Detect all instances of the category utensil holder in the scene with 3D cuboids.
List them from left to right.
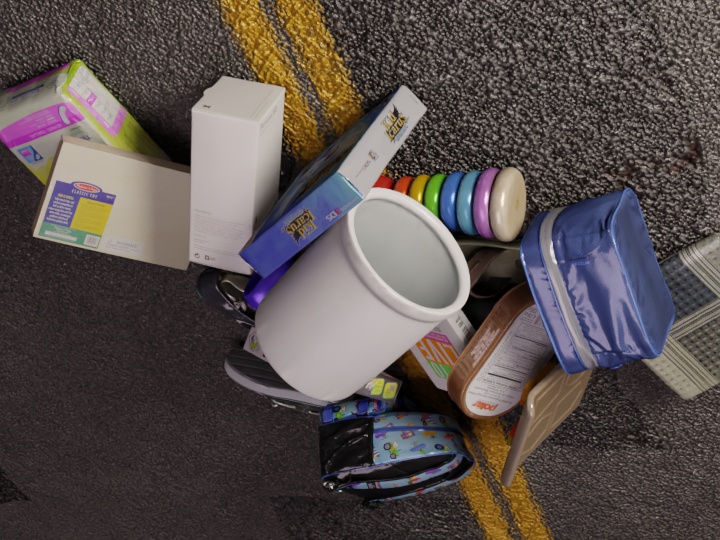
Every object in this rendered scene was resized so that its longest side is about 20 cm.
[{"bbox_3d":[-0.003,0.031,1.350,0.170,0.170,0.200,35,128,-17],"label":"utensil holder"}]

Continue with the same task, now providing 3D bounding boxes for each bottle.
[{"bbox_3d":[-0.057,0.058,1.595,0.200,0.084,0.065,34,178,-17],"label":"bottle"}]

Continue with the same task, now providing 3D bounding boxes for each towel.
[{"bbox_3d":[0.410,0.057,1.442,0.200,0.035,0.192,41,124,-21],"label":"towel"}]

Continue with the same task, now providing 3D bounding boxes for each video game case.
[{"bbox_3d":[-0.032,-0.100,1.332,0.045,0.181,0.200,43,135,-12],"label":"video game case"}]

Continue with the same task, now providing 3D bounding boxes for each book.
[{"bbox_3d":[0.110,0.088,1.546,0.133,0.048,0.200,15,148,51],"label":"book"}]

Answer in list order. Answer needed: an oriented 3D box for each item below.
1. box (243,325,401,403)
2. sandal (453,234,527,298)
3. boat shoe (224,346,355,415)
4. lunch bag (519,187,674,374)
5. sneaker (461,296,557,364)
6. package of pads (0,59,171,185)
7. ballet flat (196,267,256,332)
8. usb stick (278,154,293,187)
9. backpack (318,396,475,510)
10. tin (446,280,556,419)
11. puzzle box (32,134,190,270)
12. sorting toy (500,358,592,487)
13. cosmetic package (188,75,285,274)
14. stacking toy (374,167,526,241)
[{"bbox_3d":[-0.049,0.128,1.606,0.200,0.035,0.110,21,-179,-43],"label":"box"},{"bbox_3d":[0.157,0.000,1.465,0.200,0.057,0.080,-4,134,25],"label":"sandal"},{"bbox_3d":[-0.108,0.175,1.751,0.199,0.072,0.071,20,135,-4],"label":"boat shoe"},{"bbox_3d":[0.265,0.021,1.357,0.132,0.136,0.201,-13,108,30],"label":"lunch bag"},{"bbox_3d":[0.196,0.093,1.557,0.084,0.075,0.200,20,152,39],"label":"sneaker"},{"bbox_3d":[-0.345,-0.157,1.480,0.154,0.068,0.200,-13,133,32],"label":"package of pads"},{"bbox_3d":[-0.133,0.057,1.636,0.200,0.073,0.073,35,137,-14],"label":"ballet flat"},{"bbox_3d":[-0.164,-0.098,1.503,0.200,0.033,0.055,-26,115,40],"label":"usb stick"},{"bbox_3d":[0.057,0.251,1.700,0.199,0.135,0.183,-15,155,19],"label":"backpack"},{"bbox_3d":[0.186,0.099,1.461,0.112,0.042,0.200,19,113,-33],"label":"tin"},{"bbox_3d":[-0.286,-0.081,1.453,0.199,0.025,0.133,14,116,-25],"label":"puzzle box"},{"bbox_3d":[0.242,0.160,1.511,0.036,0.200,0.185,33,144,21],"label":"sorting toy"},{"bbox_3d":[-0.146,-0.111,1.387,0.085,0.108,0.201,13,124,9],"label":"cosmetic package"},{"bbox_3d":[0.089,-0.084,1.395,0.199,0.086,0.086,7,138,25],"label":"stacking toy"}]
